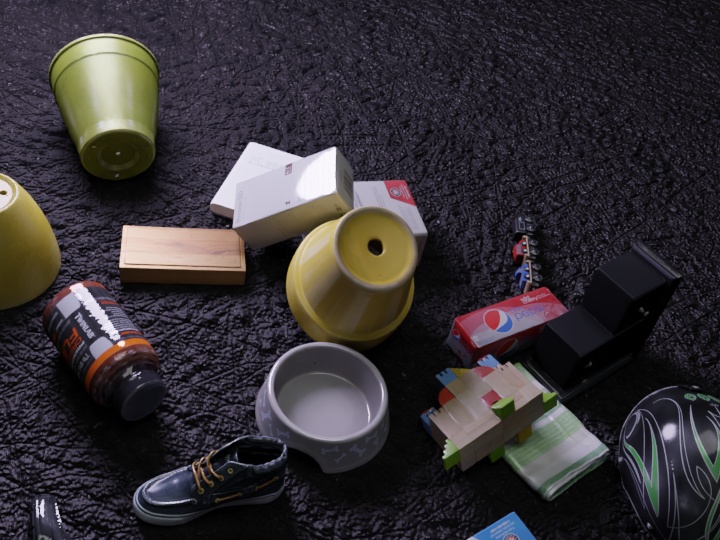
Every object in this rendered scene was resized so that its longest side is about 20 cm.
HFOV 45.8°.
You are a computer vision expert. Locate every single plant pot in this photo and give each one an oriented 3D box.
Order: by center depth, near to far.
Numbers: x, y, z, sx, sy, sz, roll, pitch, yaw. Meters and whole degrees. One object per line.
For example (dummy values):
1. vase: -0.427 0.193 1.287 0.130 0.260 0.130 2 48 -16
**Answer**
1. plant pot: 0.000 0.000 1.279 0.197 0.189 0.204 6 68 -14
2. plant pot: -0.558 -0.062 1.280 0.196 0.143 0.202 8 43 -7
3. plant pot: -0.443 -0.275 1.515 0.197 0.201 0.195 -6 58 -20

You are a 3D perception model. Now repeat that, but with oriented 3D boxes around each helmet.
1. helmet: 0.458 0.276 1.172 0.196 0.203 0.191 7 26 -7

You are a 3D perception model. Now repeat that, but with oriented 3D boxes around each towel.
1. towel: 0.257 0.232 1.269 0.148 0.031 0.200 -21 53 -33

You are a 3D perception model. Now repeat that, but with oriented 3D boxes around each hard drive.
1. hard drive: -0.177 -0.155 1.561 0.130 0.026 0.201 17 43 4

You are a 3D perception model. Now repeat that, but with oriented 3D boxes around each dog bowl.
1. dog bowl: -0.049 0.187 1.216 0.196 0.059 0.202 7 44 -7

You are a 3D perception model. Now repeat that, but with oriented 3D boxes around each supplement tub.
1. supplement tub: -0.350 0.113 1.179 0.106 0.108 0.200 -25 55 -34

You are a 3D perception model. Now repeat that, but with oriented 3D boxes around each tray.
1. tray: -0.289 -0.026 1.391 0.196 0.037 0.100 2 44 -13

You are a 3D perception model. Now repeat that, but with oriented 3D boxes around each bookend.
1. bookend: 0.375 0.082 1.331 0.197 0.202 0.092 -22 52 -33

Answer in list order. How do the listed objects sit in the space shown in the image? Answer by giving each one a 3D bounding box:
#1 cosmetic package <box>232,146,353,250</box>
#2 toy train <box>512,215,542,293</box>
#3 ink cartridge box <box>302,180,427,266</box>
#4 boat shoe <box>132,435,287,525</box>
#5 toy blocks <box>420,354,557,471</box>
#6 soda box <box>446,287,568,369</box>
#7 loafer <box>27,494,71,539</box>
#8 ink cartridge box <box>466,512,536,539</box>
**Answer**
1. cosmetic package: -0.110 -0.117 1.401 0.197 0.074 0.103 -17 52 20
2. toy train: 0.300 -0.032 1.551 0.045 0.034 0.202 7 43 -2
3. ink cartridge box: -0.001 -0.078 1.484 0.196 0.084 0.148 -3 46 -17
4. boat shoe: -0.189 0.259 1.081 0.197 0.092 0.071 -7 46 -21
5. toy blocks: 0.164 0.191 1.234 0.198 0.101 0.137 -30 43 -17
6. soda box: 0.241 0.094 1.384 0.198 0.064 0.070 -17 51 -28
7. loafer: -0.336 0.348 0.972 0.069 0.069 0.202 -5 51 -30
8. ink cartridge box: 0.185 0.418 1.018 0.143 0.085 0.200 -18 52 -30
